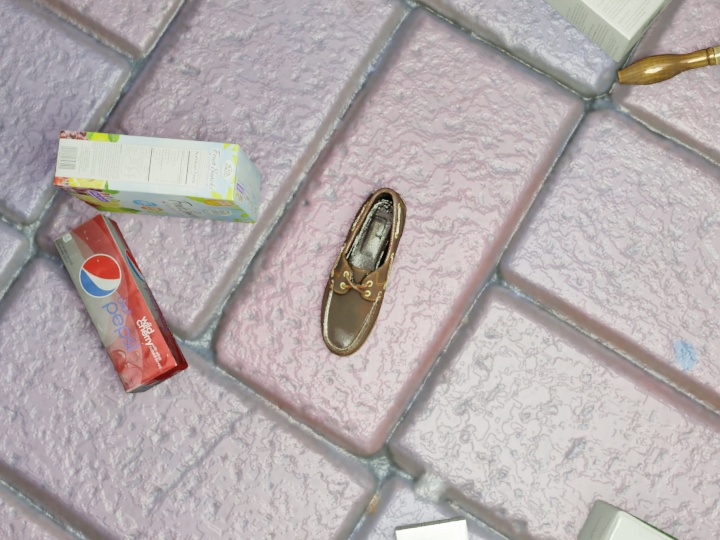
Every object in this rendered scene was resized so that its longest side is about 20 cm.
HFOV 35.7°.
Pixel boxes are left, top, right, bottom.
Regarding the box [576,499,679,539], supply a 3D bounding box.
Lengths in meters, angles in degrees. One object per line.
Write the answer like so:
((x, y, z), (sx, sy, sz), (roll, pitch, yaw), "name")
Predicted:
((0.302, 0.378, 1.171), (0.198, 0.171, 0.201), (28, 85, 6), "box")

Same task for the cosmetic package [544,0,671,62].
((0.265, -0.356, 1.307), (0.200, 0.085, 0.108), (43, 86, 8), "cosmetic package")

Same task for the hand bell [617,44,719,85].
((0.399, -0.246, 1.297), (0.198, 0.104, 0.105), (-12, 82, 14), "hand bell")

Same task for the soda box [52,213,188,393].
((-0.278, 0.039, 1.300), (0.070, 0.063, 0.201), (-28, 83, 0), "soda box")

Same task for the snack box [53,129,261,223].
((-0.222, -0.103, 1.262), (0.197, 0.169, 0.069), (4, 84, 4), "snack box")

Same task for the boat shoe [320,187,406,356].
((0.000, 0.000, 1.287), (0.070, 0.070, 0.202), (16, 85, 4), "boat shoe")

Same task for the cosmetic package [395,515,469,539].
((0.094, 0.382, 1.243), (0.082, 0.051, 0.202), (-9, 83, 4), "cosmetic package")
